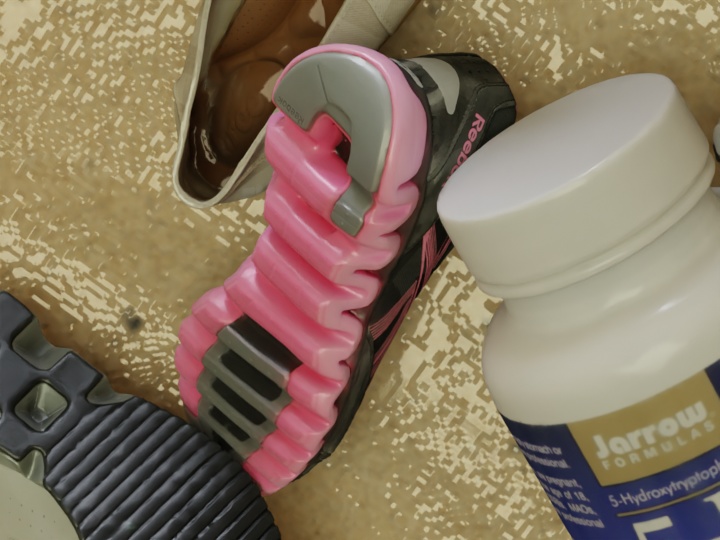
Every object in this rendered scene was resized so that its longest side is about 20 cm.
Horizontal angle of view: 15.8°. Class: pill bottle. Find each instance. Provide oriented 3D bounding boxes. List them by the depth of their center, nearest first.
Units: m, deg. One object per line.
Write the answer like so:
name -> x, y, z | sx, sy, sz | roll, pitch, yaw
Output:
pill bottle -> 0.111, 0.041, 0.883 | 0.120, 0.120, 0.200 | -26, 108, 14

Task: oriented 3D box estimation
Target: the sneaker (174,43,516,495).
sneaker -> 0.000, 0.000, 0.940 | 0.079, 0.095, 0.200 | 45, 131, 24

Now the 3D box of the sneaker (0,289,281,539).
sneaker -> -0.104, 0.087, 0.973 | 0.200, 0.074, 0.089 | 42, 148, 15

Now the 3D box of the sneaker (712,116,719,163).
sneaker -> 0.219, -0.067, 0.893 | 0.200, 0.075, 0.081 | -7, 91, 4

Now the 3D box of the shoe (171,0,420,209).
shoe -> -0.014, -0.104, 0.913 | 0.070, 0.053, 0.200 | 34, 117, 12
